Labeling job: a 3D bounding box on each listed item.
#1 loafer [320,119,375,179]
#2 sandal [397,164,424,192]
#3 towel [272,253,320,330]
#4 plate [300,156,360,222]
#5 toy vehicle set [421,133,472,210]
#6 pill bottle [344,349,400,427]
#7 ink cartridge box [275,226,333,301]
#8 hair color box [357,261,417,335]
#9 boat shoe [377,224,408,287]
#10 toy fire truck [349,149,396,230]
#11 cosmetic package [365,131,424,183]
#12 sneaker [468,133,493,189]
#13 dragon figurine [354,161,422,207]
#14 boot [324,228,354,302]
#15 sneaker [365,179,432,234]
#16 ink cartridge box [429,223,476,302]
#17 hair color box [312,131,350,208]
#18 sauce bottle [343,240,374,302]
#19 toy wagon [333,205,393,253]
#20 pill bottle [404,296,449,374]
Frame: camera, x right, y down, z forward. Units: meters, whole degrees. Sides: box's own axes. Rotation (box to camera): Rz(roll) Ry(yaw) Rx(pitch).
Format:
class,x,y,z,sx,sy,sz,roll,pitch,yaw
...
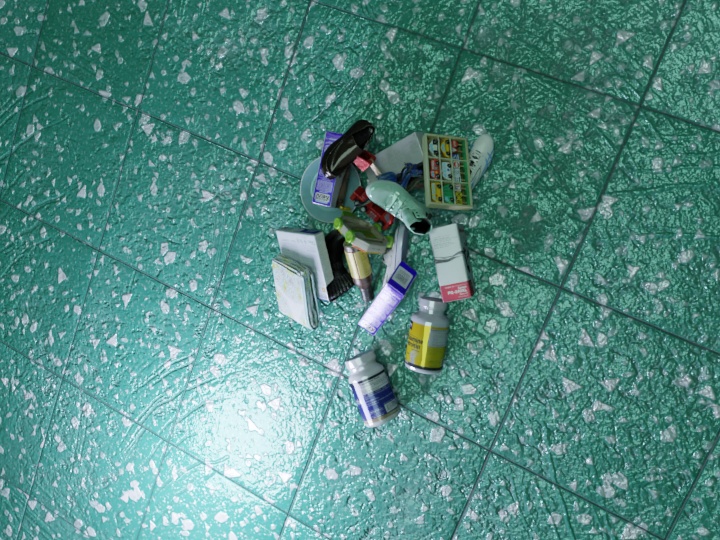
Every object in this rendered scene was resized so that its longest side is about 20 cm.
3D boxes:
class,x,y,z,sx,sy,sz,roll,pitch,yaw
loafer,-0.032,-0.331,1.462,0.073,0.071,0.201,41,78,-26
sandal,0.163,-0.264,1.555,0.200,0.057,0.081,-35,46,32
towel,-0.193,0.064,1.628,0.170,0.048,0.204,25,129,44
plate,-0.089,-0.246,1.649,0.196,0.026,0.205,1,93,17
toy vehicle set,0.229,-0.261,1.443,0.122,0.027,0.204,2,74,-13
pill bottle,0.032,0.344,1.600,0.114,0.116,0.203,-23,86,17
ink cartridge box,-0.161,-0.024,1.606,0.194,0.043,0.204,11,121,47
hair color box,0.075,0.081,1.527,0.064,0.110,0.201,36,134,1
boat shoe,0.088,-0.036,1.588,0.084,0.074,0.206,10,106,19
toy fire truck,0.042,-0.226,1.550,0.199,0.049,0.141,42,132,-2
cosmetic package,0.103,-0.310,1.539,0.198,0.050,0.084,-21,89,40
sneaker,0.306,-0.282,1.501,0.071,0.072,0.202,31,100,14
dragon figurine,0.073,-0.232,1.476,0.196,0.059,0.101,-10,114,4
boot,-0.059,-0.023,1.620,0.211,0.079,0.159,-43,75,30
sneaker,0.106,-0.164,1.411,0.198,0.119,0.074,25,114,-13
ink cartridge box,0.254,-0.026,1.493,0.082,0.145,0.204,-11,90,18
hair color box,-0.075,-0.285,1.565,0.064,0.109,0.204,15,98,15
sauce bottle,0.000,0.000,1.577,0.063,0.065,0.203,-3,123,17
toy wagon,-0.003,-0.115,1.520,0.200,0.153,0.040,49,122,42
pill bottle,0.192,0.181,1.542,0.110,0.112,0.204,10,96,16
